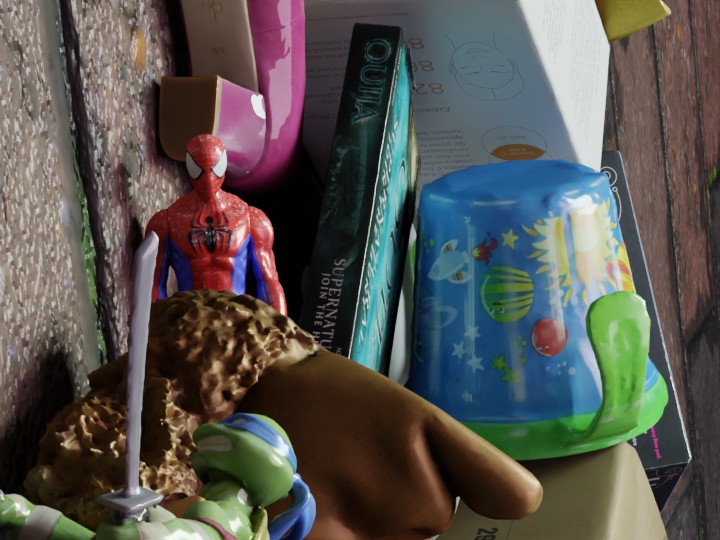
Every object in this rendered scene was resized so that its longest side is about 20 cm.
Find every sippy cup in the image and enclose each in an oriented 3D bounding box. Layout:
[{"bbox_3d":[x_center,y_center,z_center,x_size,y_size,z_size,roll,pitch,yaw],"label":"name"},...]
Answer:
[{"bbox_3d":[0.083,0.015,1.323,0.140,0.178,0.130,-29,117,-56],"label":"sippy cup"}]

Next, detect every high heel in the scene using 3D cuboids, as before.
[{"bbox_3d":[-0.046,-0.138,1.232,0.096,0.067,0.200,15,77,-63],"label":"high heel"}]

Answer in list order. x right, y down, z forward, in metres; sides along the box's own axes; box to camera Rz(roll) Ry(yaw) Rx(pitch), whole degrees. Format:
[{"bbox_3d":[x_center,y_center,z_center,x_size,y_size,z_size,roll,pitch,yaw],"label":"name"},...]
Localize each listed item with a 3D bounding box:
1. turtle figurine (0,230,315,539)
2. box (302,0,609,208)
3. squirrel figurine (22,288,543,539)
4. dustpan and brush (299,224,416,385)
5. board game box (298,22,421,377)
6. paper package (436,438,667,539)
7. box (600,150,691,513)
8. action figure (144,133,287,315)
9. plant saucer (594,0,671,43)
[{"bbox_3d":[-0.110,0.111,0.895,0.200,0.144,0.194,51,53,-48],"label":"turtle figurine"},{"bbox_3d":[0.038,-0.127,1.382,0.200,0.152,0.106,62,30,-56],"label":"box"},{"bbox_3d":[-0.054,0.117,1.059,0.187,0.200,0.142,-56,-163,-8],"label":"squirrel figurine"},{"bbox_3d":[0.005,0.031,1.436,0.200,0.057,0.140,45,51,-57],"label":"dustpan and brush"},{"bbox_3d":[0.000,0.000,1.263,0.135,0.028,0.200,79,18,-62],"label":"board game box"},{"bbox_3d":[0.046,0.186,1.271,0.200,0.190,0.104,-72,148,-56],"label":"paper package"},{"bbox_3d":[0.116,0.050,1.560,0.132,0.115,0.200,97,-16,-68],"label":"box"},{"bbox_3d":[-0.063,0.040,1.155,0.052,0.065,0.200,-152,-122,-88],"label":"action figure"},{"bbox_3d":[0.085,-0.191,1.535,0.048,0.200,0.200,-52,180,4],"label":"plant saucer"}]
